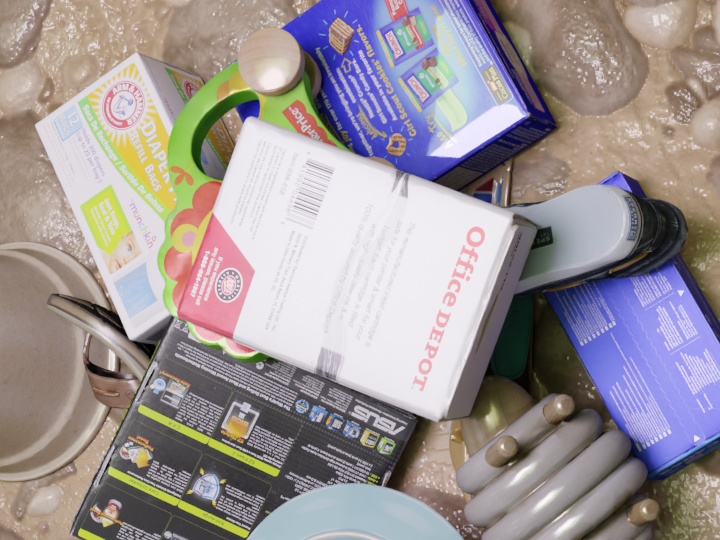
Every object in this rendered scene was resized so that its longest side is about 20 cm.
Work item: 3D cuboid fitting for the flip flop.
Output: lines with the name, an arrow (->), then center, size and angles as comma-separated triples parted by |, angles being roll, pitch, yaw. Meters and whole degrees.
flip flop -> -0.173, 0.091, 1.528 | 0.200, 0.081, 0.058 | 44, 93, 1

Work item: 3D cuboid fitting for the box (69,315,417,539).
box -> -0.086, 0.150, 1.467 | 0.200, 0.048, 0.194 | 25, 98, -6

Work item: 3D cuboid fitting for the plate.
plate -> -0.008, 0.245, 1.334 | 0.200, 0.026, 0.201 | -2, 84, 17

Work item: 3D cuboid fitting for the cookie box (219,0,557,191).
cookie box -> 0.018, -0.129, 1.477 | 0.200, 0.075, 0.171 | -32, 74, 18

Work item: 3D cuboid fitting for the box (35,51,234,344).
box -> -0.152, -0.054, 1.542 | 0.112, 0.101, 0.200 | -33, 71, 18

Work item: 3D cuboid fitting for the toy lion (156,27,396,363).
toy lion -> -0.070, -0.043, 1.412 | 0.192, 0.069, 0.200 | -38, 74, 4

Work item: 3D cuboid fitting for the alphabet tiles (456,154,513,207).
alphabet tiles -> 0.035, -0.045, 1.505 | 0.167, 0.008, 0.201 | 3, 85, 25

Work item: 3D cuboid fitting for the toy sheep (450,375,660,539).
toy sheep -> 0.138, 0.156, 1.343 | 0.138, 0.138, 0.200 | -37, 83, 17

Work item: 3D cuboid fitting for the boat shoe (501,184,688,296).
boat shoe -> 0.126, -0.012, 1.373 | 0.200, 0.091, 0.071 | -11, 78, 39

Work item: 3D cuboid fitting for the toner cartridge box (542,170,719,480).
toner cartridge box -> 0.199, 0.039, 1.397 | 0.095, 0.043, 0.200 | -33, 71, 19

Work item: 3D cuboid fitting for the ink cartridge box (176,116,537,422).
ink cartridge box -> 0.000, 0.000, 1.315 | 0.200, 0.084, 0.145 | 21, 94, 18

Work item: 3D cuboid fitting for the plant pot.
plant pot -> -0.324, 0.067, 1.564 | 0.200, 0.183, 0.201 | -3, 83, 25

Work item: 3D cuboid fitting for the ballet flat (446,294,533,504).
ballet flat -> 0.093, 0.087, 1.440 | 0.063, 0.069, 0.201 | 0, 83, 53
